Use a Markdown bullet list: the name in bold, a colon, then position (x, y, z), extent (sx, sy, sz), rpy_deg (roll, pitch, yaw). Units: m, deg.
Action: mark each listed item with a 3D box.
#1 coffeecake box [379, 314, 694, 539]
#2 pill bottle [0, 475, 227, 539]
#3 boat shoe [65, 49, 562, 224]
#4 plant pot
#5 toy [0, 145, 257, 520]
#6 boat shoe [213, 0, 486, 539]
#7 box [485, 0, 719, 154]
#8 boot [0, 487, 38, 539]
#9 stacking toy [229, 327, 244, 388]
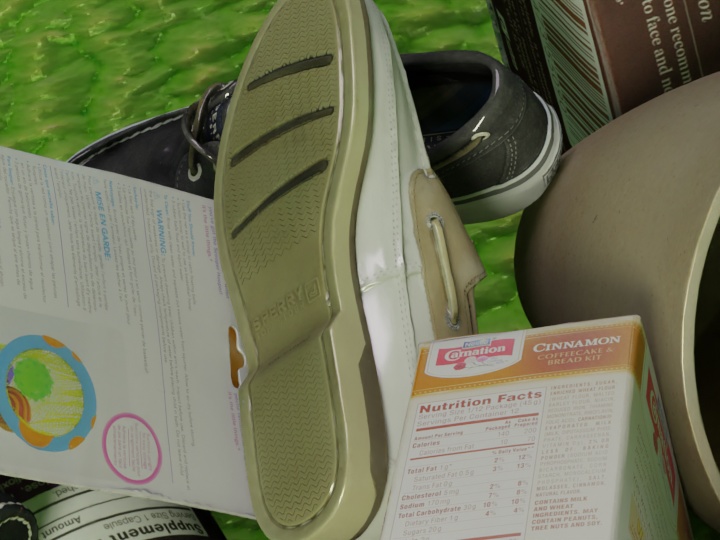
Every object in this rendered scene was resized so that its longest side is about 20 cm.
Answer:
- **coffeecake box**: position (0.055, 0.134, 0.780), extent (0.073, 0.154, 0.200), rpy_deg (-7, 33, 15)
- **pill bottle**: position (-0.108, 0.094, 0.916), extent (0.112, 0.112, 0.200), rpy_deg (-26, 61, -14)
- **boat shoe**: position (-0.030, -0.042, 0.977), extent (0.200, 0.066, 0.070), rpy_deg (-4, 62, 20)
- **plant pot**: position (0.140, 0.006, 0.940), extent (0.187, 0.187, 0.200), rpy_deg (-30, 17, -19)
- **toy**: position (-0.120, 0.017, 0.854), extent (0.047, 0.200, 0.115), rpy_deg (-28, 58, 39)
- **boat shoe**: position (0.000, 0.000, 0.900), extent (0.075, 0.068, 0.200), rpy_deg (-24, 60, 46)
- **box**: position (0.162, -0.133, 1.123), extent (0.200, 0.166, 0.164), rpy_deg (-22, 32, -7)
- **boot**: position (-0.096, 0.174, 0.790), extent (0.154, 0.073, 0.204), rpy_deg (17, 79, 21)
- **stacking toy**: position (-0.095, 0.061, 1.037), extent (0.116, 0.110, 0.200), rpy_deg (-1, 50, 40)
